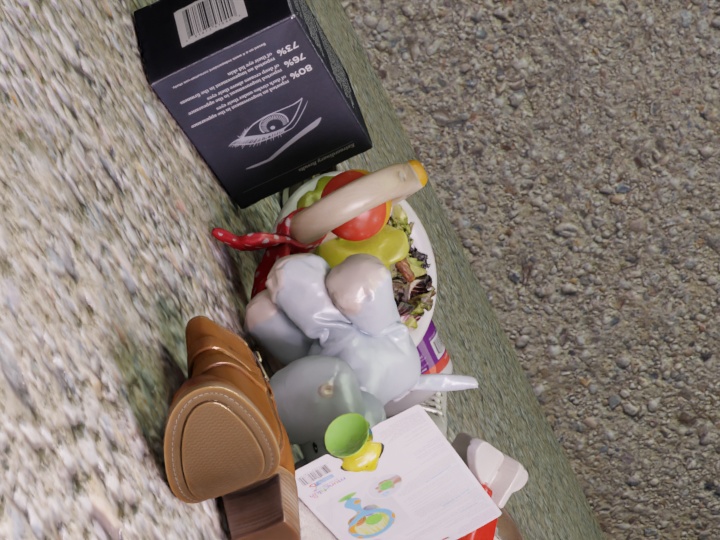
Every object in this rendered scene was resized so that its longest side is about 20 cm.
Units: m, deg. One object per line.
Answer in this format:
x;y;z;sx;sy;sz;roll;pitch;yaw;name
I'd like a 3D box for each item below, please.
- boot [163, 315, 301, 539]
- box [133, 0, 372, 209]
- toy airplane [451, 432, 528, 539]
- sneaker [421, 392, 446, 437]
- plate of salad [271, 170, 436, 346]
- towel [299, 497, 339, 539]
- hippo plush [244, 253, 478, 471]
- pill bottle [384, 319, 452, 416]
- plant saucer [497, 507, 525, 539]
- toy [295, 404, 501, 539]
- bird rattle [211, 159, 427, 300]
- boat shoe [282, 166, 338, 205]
-0.095;0.088;1.124;0.201;0.073;0.156;75;0;-51;boot
-0.097;-0.175;1.554;0.200;0.147;0.105;57;11;-50;box
0.069;0.238;1.490;0.199;0.140;0.202;-36;119;-49;toy airplane
0.062;0.134;1.856;0.200;0.072;0.085;-111;-141;-75;sneaker
0.000;0.000;1.629;0.048;0.199;0.201;-16;-80;54;plate of salad
-0.018;0.251;1.269;0.133;0.034;0.201;48;20;-66;towel
-0.029;0.101;1.389;0.200;0.158;0.162;54;40;-34;hippo plush
0.009;0.043;1.730;0.113;0.112;0.201;-81;145;-75;pill bottle
0.120;0.265;1.778;0.200;0.034;0.201;48;-16;19;plant saucer
0.023;0.161;1.288;0.200;0.115;0.047;53;9;-54;toy
-0.028;-0.052;1.492;0.199;0.163;0.113;-8;69;-54;bird rattle
-0.048;-0.077;1.868;0.072;0.060;0.202;60;11;-32;boat shoe
